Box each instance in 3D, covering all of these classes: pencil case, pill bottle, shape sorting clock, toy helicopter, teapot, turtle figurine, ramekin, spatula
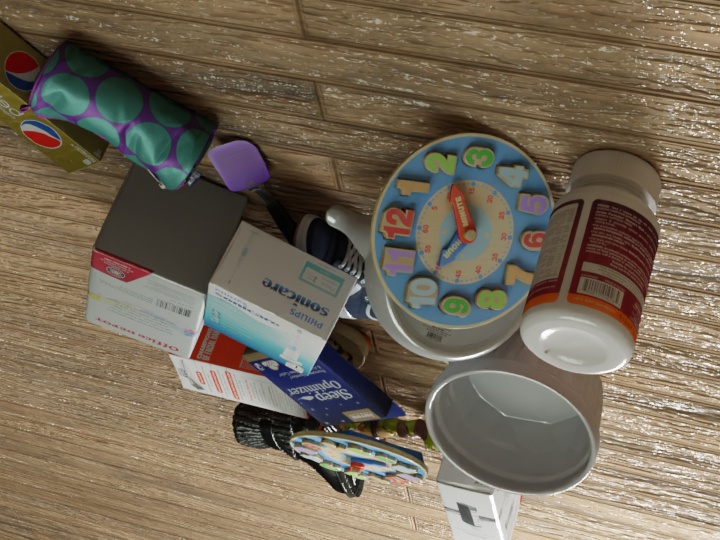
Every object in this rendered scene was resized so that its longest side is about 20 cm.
[{"bbox_3d":[-0.258,-0.164,1.469,0.199,0.093,0.085,30,-168,-14],"label":"pencil case"},{"bbox_3d":[0.227,-0.011,1.309,0.109,0.201,0.110,15,150,9],"label":"pill bottle"},{"bbox_3d":[0.106,-0.038,1.365,0.200,0.200,0.039,31,-176,-18],"label":"shape sorting clock"},{"bbox_3d":[-0.085,0.079,1.782,0.199,0.079,0.132,15,149,16],"label":"toy helicopter"},{"bbox_3d":[-0.003,0.265,1.911,0.199,0.039,0.200,10,161,3],"label":"shape sorting clock"},{"bbox_3d":[0.091,-0.003,1.467,0.146,0.197,0.201,-136,25,-73],"label":"teapot"},{"bbox_3d":[0.035,0.226,1.963,0.160,0.065,0.200,5,161,17],"label":"turtle figurine"},{"bbox_3d":[0.181,0.151,1.543,0.199,0.105,0.201,14,133,15],"label":"ramekin"},{"bbox_3d":[-0.109,-0.082,1.578,0.056,0.021,0.200,-17,143,16],"label":"spatula"}]

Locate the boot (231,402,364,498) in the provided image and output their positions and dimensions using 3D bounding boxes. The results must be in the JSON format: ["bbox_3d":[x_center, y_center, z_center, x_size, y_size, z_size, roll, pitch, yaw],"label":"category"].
[{"bbox_3d":[-0.092,0.273,2.099,0.157,0.080,0.212,-6,131,27],"label":"boot"}]

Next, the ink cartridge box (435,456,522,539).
[{"bbox_3d":[0.174,0.280,1.882,0.083,0.145,0.200,10,149,18],"label":"ink cartridge box"}]

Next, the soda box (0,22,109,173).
[{"bbox_3d":[-0.369,-0.196,1.511,0.068,0.064,0.200,-13,136,45],"label":"soda box"}]

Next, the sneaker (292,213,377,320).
[{"bbox_3d":[0.000,0.000,1.600,0.108,0.070,0.200,8,154,26],"label":"sneaker"}]

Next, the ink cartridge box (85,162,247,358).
[{"bbox_3d":[-0.240,-0.012,1.653,0.145,0.145,0.200,22,150,-4],"label":"ink cartridge box"}]

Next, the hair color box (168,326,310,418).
[{"bbox_3d":[-0.165,0.141,1.947,0.199,0.064,0.111,12,151,13],"label":"hair color box"}]

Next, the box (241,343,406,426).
[{"bbox_3d":[-0.044,0.149,1.755,0.121,0.033,0.200,-15,133,45],"label":"box"}]

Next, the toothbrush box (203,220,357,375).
[{"bbox_3d":[-0.097,0.037,1.566,0.146,0.086,0.200,27,164,1],"label":"toothbrush box"}]
